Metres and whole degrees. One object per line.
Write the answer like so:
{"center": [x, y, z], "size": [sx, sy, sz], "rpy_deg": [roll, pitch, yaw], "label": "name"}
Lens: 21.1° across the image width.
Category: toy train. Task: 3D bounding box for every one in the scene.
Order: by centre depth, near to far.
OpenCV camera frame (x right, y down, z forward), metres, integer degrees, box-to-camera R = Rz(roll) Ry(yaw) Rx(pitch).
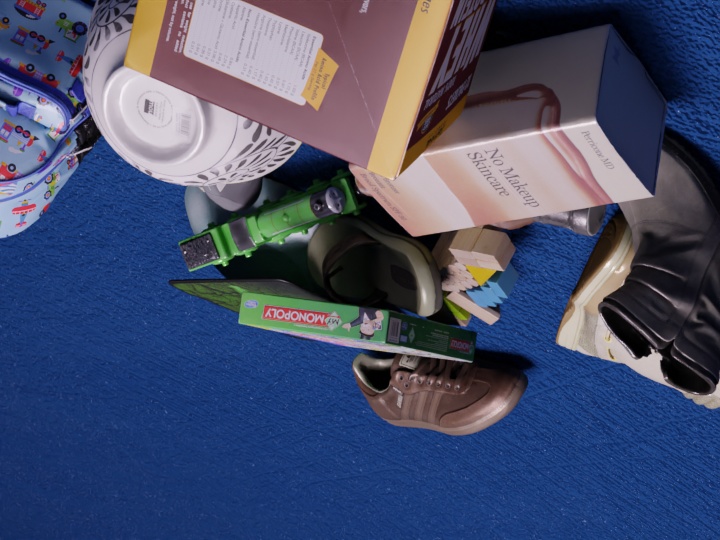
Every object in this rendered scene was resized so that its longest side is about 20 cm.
{"center": [-0.078, -0.041, 1.675], "size": [0.200, 0.056, 0.042], "rpy_deg": [-20, 92, 39], "label": "toy train"}

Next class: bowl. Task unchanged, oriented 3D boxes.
{"center": [-0.142, -0.138, 1.502], "size": [0.200, 0.094, 0.201], "rpy_deg": [11, 122, 17], "label": "bowl"}

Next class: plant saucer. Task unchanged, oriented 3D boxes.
{"center": [-0.083, -0.013, 1.786], "size": [0.201, 0.039, 0.201], "rpy_deg": [23, 150, 14], "label": "plant saucer"}

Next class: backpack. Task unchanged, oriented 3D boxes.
{"center": [-0.311, -0.138, 1.626], "size": [0.182, 0.200, 0.135], "rpy_deg": [31, 152, -1], "label": "backpack"}

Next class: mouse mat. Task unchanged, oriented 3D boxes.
{"center": [-0.061, 0.039, 1.800], "size": [0.161, 0.008, 0.200], "rpy_deg": [-1, 162, 43], "label": "mouse mat"}

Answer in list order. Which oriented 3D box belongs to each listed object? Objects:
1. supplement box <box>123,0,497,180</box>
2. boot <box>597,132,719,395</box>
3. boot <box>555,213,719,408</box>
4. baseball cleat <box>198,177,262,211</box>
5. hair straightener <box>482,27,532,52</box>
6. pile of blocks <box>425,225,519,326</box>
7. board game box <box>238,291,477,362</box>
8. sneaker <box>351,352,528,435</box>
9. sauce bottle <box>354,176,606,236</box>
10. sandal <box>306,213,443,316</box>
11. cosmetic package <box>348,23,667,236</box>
{"center": [-0.017, -0.200, 1.246], "size": [0.200, 0.133, 0.198], "rpy_deg": [24, 119, 11], "label": "supplement box"}
{"center": [0.211, -0.013, 1.405], "size": [0.200, 0.131, 0.068], "rpy_deg": [43, 153, -2], "label": "boot"}
{"center": [0.244, 0.037, 1.537], "size": [0.154, 0.072, 0.200], "rpy_deg": [26, 156, 7], "label": "boot"}
{"center": [-0.093, -0.110, 1.608], "size": [0.106, 0.070, 0.200], "rpy_deg": [17, 150, 23], "label": "baseball cleat"}
{"center": [0.094, -0.150, 1.405], "size": [0.077, 0.041, 0.200], "rpy_deg": [16, 149, 24], "label": "hair straightener"}
{"center": [0.097, -0.007, 1.613], "size": [0.082, 0.062, 0.200], "rpy_deg": [32, 160, -8], "label": "pile of blocks"}
{"center": [0.002, 0.049, 1.642], "size": [0.134, 0.029, 0.200], "rpy_deg": [6, 175, 25], "label": "board game box"}
{"center": [0.066, 0.106, 1.810], "size": [0.200, 0.071, 0.076], "rpy_deg": [-11, 131, 49], "label": "sneaker"}
{"center": [0.094, -0.069, 1.512], "size": [0.199, 0.065, 0.065], "rpy_deg": [13, 147, 25], "label": "sauce bottle"}
{"center": [0.000, -0.001, 1.635], "size": [0.201, 0.057, 0.080], "rpy_deg": [13, 124, 62], "label": "sandal"}
{"center": [0.105, -0.096, 1.380], "size": [0.200, 0.087, 0.103], "rpy_deg": [-10, 143, 33], "label": "cosmetic package"}
